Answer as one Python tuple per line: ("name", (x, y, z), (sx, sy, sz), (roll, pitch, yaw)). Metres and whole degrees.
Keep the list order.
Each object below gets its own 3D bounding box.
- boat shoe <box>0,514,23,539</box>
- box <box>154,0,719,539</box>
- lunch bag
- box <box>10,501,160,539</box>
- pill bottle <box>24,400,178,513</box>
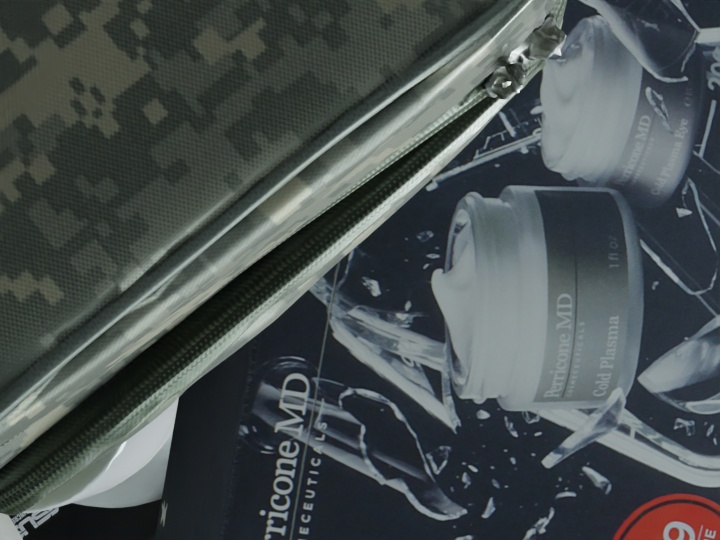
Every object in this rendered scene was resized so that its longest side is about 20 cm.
("boat shoe", (-0.156, 0.093, 0.839), (0.060, 0.074, 0.200), (-38, 167, -5))
("box", (0.053, 0.003, 0.668), (0.182, 0.200, 0.104), (9, 179, -12))
("lunch bag", (-0.056, -0.048, 0.514), (0.200, 0.139, 0.168), (-39, 176, -2))
("box", (-0.110, 0.106, 1.182), (0.164, 0.086, 0.200), (-36, 170, -15))
("pill bottle", (-0.069, 0.016, 0.824), (0.114, 0.114, 0.200), (-42, 170, 21))
